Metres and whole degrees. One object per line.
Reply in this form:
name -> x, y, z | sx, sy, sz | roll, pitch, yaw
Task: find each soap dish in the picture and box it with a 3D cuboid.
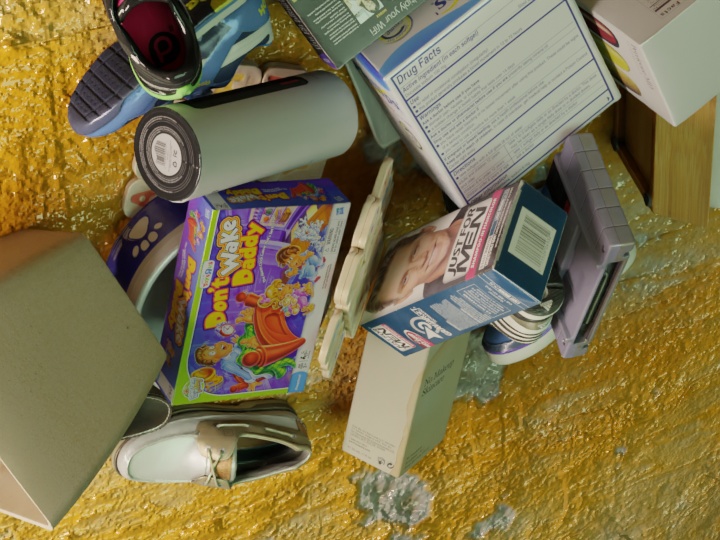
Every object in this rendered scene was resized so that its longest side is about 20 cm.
soap dish -> 0.302, -0.163, 1.771 | 0.081, 0.157, 0.200 | -9, 127, -7

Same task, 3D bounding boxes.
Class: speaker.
speaker -> -0.093, -0.116, 1.534 | 0.200, 0.081, 0.081 | -20, 133, -46

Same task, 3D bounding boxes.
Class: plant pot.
plant pot -> -0.286, 0.071, 1.511 | 0.177, 0.200, 0.200 | -42, 113, -26

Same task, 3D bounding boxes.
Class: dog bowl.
dog bowl -> -0.129, 0.015, 1.646 | 0.200, 0.079, 0.200 | -17, 130, -22

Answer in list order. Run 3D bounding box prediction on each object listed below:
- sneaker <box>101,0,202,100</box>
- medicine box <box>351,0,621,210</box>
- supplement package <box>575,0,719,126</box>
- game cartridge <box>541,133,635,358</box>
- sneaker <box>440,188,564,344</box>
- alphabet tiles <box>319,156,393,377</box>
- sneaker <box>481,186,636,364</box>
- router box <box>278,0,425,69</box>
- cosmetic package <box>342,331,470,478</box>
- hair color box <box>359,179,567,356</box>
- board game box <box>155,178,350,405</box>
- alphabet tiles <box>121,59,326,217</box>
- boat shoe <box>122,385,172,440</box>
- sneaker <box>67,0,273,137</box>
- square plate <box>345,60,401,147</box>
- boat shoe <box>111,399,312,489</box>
sneaker -> -0.178, -0.230, 1.424 | 0.077, 0.084, 0.200 | -33, 99, -11
medicine box -> 0.107, -0.184, 1.621 | 0.182, 0.103, 0.200 | -38, 133, -3
supplement package -> 0.254, -0.242, 1.645 | 0.109, 0.200, 0.114 | -38, 133, -4
game cartridge -> 0.199, -0.022, 1.688 | 0.038, 0.130, 0.200 | -13, 150, -15
sneaker -> 0.123, -0.014, 1.753 | 0.076, 0.201, 0.115 | -17, 154, -18
alphabet tiles -> 0.000, 0.000, 1.673 | 0.200, 0.015, 0.196 | 83, 25, -78
sneaker -> 0.174, -0.012, 1.849 | 0.200, 0.081, 0.146 | -40, 123, 5
router box -> 0.007, -0.291, 1.511 | 0.200, 0.052, 0.157 | -38, 106, -3
cosmetic package -> 0.052, 0.094, 1.815 | 0.104, 0.073, 0.200 | -35, 145, -52
hair color box -> 0.090, 0.000, 1.629 | 0.060, 0.200, 0.100 | 34, 57, -22
board game box -> -0.097, 0.019, 1.583 | 0.134, 0.045, 0.200 | -5, 124, -30
alphabet tiles -> -0.114, -0.097, 1.640 | 0.195, 0.015, 0.200 | 2, 120, -33
boat shoe -> -0.259, 0.145, 1.677 | 0.200, 0.072, 0.072 | -5, 124, -30
sneaker -> -0.155, -0.170, 1.524 | 0.200, 0.074, 0.082 | -38, 135, -3
square plate -> 0.064, -0.237, 1.646 | 0.198, 0.028, 0.200 | -33, 133, -8
boat shoe -> -0.142, 0.175, 1.775 | 0.200, 0.068, 0.075 | -11, 126, -26
